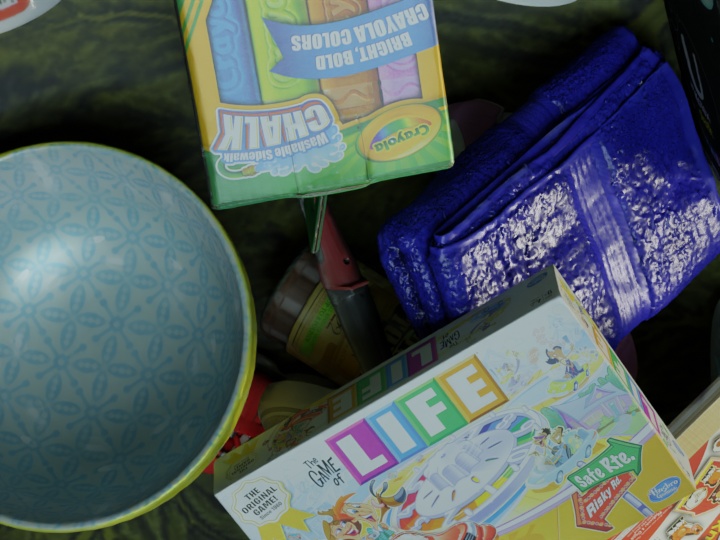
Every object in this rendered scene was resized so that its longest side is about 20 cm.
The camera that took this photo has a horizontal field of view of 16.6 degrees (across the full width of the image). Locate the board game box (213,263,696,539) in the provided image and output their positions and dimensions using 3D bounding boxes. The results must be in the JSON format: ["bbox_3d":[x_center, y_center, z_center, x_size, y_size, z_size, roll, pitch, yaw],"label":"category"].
[{"bbox_3d":[0.046,0.102,1.223,0.200,0.034,0.134,-31,115,13],"label":"board game box"}]

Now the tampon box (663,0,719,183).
[{"bbox_3d":[0.227,-0.129,1.230,0.126,0.150,0.200,-19,124,0],"label":"tampon box"}]

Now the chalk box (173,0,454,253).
[{"bbox_3d":[-0.025,-0.111,1.199,0.124,0.125,0.200,-10,117,-2],"label":"chalk box"}]

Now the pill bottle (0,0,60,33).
[{"bbox_3d":[-0.203,-0.213,1.122,0.112,0.112,0.200,-13,124,-2],"label":"pill bottle"}]

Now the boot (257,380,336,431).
[{"bbox_3d":[0.017,0.145,1.306,0.200,0.096,0.074,35,150,-20],"label":"boot"}]

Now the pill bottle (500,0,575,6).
[{"bbox_3d":[0.093,-0.232,1.162,0.113,0.113,0.200,5,122,-13],"label":"pill bottle"}]

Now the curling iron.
[{"bbox_3d":[0.000,0.000,1.277,0.050,0.026,0.200,-15,83,0],"label":"curling iron"}]

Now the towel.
[{"bbox_3d":[0.107,-0.016,1.266,0.200,0.050,0.148,-40,117,-29],"label":"towel"}]

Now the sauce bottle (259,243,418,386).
[{"bbox_3d":[0.043,0.058,1.313,0.200,0.065,0.065,30,118,9],"label":"sauce bottle"}]

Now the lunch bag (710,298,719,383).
[{"bbox_3d":[0.280,0.090,1.426,0.160,0.077,0.200,-12,124,-3],"label":"lunch bag"}]

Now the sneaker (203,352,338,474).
[{"bbox_3d":[-0.052,0.095,1.365,0.200,0.085,0.077,11,119,-17],"label":"sneaker"}]

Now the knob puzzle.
[{"bbox_3d":[0.183,0.142,1.363,0.220,0.030,0.220,-22,137,-22],"label":"knob puzzle"}]

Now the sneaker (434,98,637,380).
[{"bbox_3d":[0.073,0.002,1.337,0.088,0.080,0.200,-7,119,37],"label":"sneaker"}]

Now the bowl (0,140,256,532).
[{"bbox_3d":[-0.141,0.040,1.287,0.200,0.200,0.108,-25,167,7],"label":"bowl"}]
